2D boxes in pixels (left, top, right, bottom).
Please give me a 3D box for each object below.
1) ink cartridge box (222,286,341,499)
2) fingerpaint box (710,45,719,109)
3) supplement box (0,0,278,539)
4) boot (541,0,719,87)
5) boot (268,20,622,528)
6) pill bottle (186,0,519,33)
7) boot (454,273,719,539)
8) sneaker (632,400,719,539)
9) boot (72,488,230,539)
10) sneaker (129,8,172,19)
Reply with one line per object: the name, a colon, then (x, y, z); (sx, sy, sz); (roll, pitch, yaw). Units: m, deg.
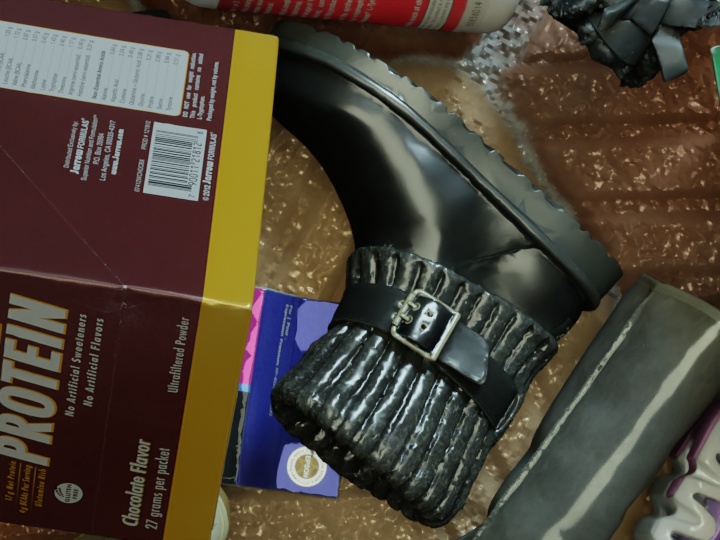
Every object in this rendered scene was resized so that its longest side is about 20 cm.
ink cartridge box: (-0.103, 0.048, 1.196); (0.199, 0.037, 0.095); (8, 86, 0)
fingerpaint box: (0.215, 0.000, 1.119); (0.073, 0.167, 0.201); (-11, 86, 16)
supplement box: (-0.146, -0.008, 1.067); (0.199, 0.198, 0.133); (9, 128, -5)
boot: (0.161, -0.172, 1.148); (0.073, 0.198, 0.162); (41, 110, -13)
boot: (0.001, 0.000, 1.165); (0.211, 0.079, 0.158); (40, 81, 4)
pill bottle: (-0.025, -0.172, 1.155); (0.199, 0.112, 0.113); (4, 85, -9)
boot: (0.106, 0.103, 1.123); (0.200, 0.182, 0.073); (-45, 114, 0)
sneaker: (0.153, 0.164, 1.159); (0.088, 0.080, 0.201); (29, 86, -4)
boot: (-0.138, 0.182, 1.116); (0.073, 0.155, 0.200); (40, 100, -1)
sneaker: (-0.179, -0.062, 1.187); (0.199, 0.080, 0.087); (-11, 96, 6)
